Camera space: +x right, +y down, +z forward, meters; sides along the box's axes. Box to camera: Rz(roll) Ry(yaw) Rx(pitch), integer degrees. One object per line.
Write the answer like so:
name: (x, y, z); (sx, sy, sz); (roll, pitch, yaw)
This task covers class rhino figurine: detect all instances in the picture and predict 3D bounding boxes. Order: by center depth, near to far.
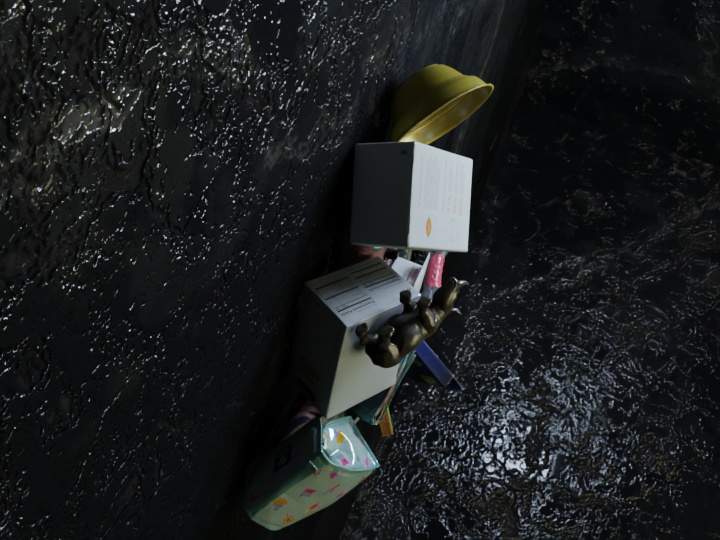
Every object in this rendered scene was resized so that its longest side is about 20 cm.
rhino figurine: (0.085, 0.071, 1.144); (0.199, 0.060, 0.088); (-34, 137, -19)

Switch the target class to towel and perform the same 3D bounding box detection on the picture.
towel: (-0.003, 0.176, 1.379); (0.022, 0.199, 0.148); (34, 82, -41)

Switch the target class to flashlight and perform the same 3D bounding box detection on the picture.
flashlight: (0.160, -0.007, 1.590); (0.068, 0.067, 0.202); (55, 38, -56)

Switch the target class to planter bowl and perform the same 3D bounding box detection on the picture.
planter bowl: (0.110, -0.273, 1.247); (0.199, 0.084, 0.200); (-31, 174, -4)

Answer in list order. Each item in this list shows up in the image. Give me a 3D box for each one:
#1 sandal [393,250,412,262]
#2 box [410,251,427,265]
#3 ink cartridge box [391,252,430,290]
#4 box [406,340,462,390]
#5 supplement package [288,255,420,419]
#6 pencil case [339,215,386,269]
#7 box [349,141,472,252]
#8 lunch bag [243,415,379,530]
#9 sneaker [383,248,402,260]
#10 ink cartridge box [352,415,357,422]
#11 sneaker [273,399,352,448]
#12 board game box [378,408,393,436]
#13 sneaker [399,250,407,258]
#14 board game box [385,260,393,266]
sandal: (0.105, -0.074, 1.646); (0.057, 0.080, 0.204); (6, 106, -32)
box: (0.089, 0.031, 1.723); (0.202, 0.036, 0.143); (-62, -166, 16)
ink cartridge box: (0.075, 0.058, 1.533); (0.116, 0.066, 0.202); (-60, 166, -48)
box: (0.093, 0.150, 1.394); (0.032, 0.200, 0.121); (-45, -166, -19)
supplement package: (-0.013, 0.106, 1.221); (0.155, 0.111, 0.202); (-21, 137, -36)
pencil case: (0.000, 0.000, 1.309); (0.088, 0.086, 0.202); (-58, 164, -44)
box: (0.083, -0.109, 1.195); (0.199, 0.105, 0.155); (3, 91, -56)
lunch bag: (-0.085, 0.321, 1.229); (0.170, 0.123, 0.200); (-36, 164, 12)
sneaker: (0.052, -0.092, 1.327); (0.201, 0.076, 0.113); (103, -19, -60)
ink cartridge box: (-0.023, 0.284, 1.526); (0.161, 0.047, 0.200); (-51, 171, 13)
sneaker: (-0.095, 0.277, 1.412); (0.199, 0.081, 0.071); (-30, 120, -38)
board game box: (0.028, 0.194, 1.426); (0.096, 0.030, 0.202); (78, 2, -49)
sneaker: (0.078, -0.105, 1.547); (0.201, 0.073, 0.088); (118, -22, -52)
board game box: (0.008, 0.068, 1.549); (0.165, 0.056, 0.202); (51, 60, -80)
